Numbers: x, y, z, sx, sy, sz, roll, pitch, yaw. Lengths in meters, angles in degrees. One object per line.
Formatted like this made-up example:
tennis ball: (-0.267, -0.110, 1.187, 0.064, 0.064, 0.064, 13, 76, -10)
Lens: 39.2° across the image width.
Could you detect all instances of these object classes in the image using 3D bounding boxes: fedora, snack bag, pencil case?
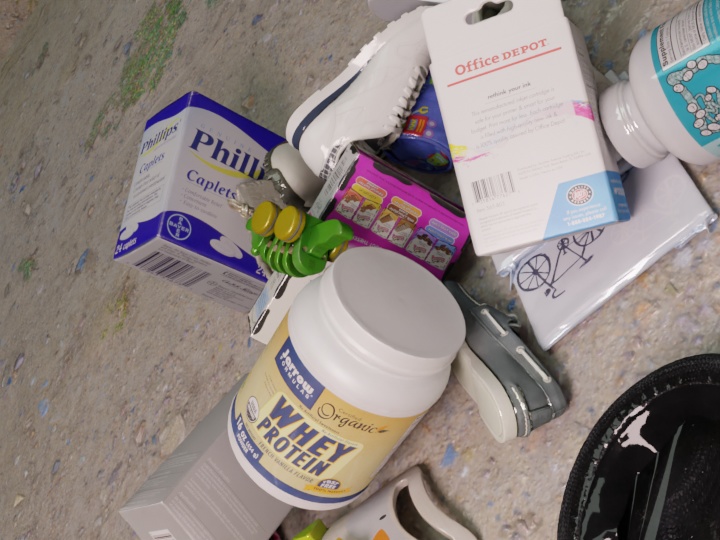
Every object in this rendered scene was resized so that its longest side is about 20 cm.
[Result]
fedora: (0.216, 0.156, 0.616, 0.201, 0.092, 0.201, -32, 45, 38)
snack bag: (0.185, -0.051, 0.857, 0.189, 0.021, 0.200, -43, 39, 27)
pencil case: (0.072, -0.196, 1.050, 0.087, 0.078, 0.200, 1, 66, 28)

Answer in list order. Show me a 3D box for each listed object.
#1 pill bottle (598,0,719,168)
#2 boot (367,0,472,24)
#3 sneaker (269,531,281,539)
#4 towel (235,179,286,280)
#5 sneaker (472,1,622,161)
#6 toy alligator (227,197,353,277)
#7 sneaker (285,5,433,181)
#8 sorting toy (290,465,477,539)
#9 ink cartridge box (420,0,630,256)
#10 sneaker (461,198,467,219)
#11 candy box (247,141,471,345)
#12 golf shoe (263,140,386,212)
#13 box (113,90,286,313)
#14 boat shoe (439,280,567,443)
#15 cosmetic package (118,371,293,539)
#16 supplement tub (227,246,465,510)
pill bottle: (0.272, -0.147, 0.723, 0.200, 0.111, 0.111, -30, 47, 41)
boot: (0.110, -0.289, 0.999, 0.200, 0.074, 0.096, 13, 75, 14)
sneaker: (-0.127, 0.260, 1.005, 0.079, 0.095, 0.200, -43, 41, 26)
towel: (-0.052, -0.045, 1.087, 0.200, 0.132, 0.035, -117, 24, -52)
sneaker: (0.153, -0.172, 0.862, 0.074, 0.116, 0.200, -45, 39, 22)
toy alligator: (-0.072, -0.027, 0.887, 0.200, 0.059, 0.054, 14, 81, 54)
sneaker: (0.023, -0.168, 0.980, 0.200, 0.076, 0.081, -45, 68, 5)
sorting toy: (0.008, 0.255, 0.849, 0.180, 0.107, 0.200, -42, 35, -3)
ink cartridge box: (0.129, -0.121, 0.798, 0.115, 0.068, 0.200, -14, 88, 24)
sneaker: (0.132, -0.113, 0.904, 0.079, 0.075, 0.200, -27, 54, 31)
candy box: (0.000, 0.000, 0.956, 0.200, 0.136, 0.061, -58, 16, 10)
golf shoe: (-0.028, -0.123, 1.058, 0.088, 0.077, 0.200, -33, 2, 33)
box: (-0.170, -0.079, 1.204, 0.105, 0.184, 0.200, -24, 51, 45)
boat shoe: (0.112, 0.068, 0.860, 0.062, 0.073, 0.200, -15, 32, -6)
cosmetic package: (-0.113, 0.188, 0.949, 0.090, 0.107, 0.200, -23, 17, 44)
supplement tub: (-0.013, 0.092, 0.855, 0.200, 0.144, 0.144, -57, 32, 34)
